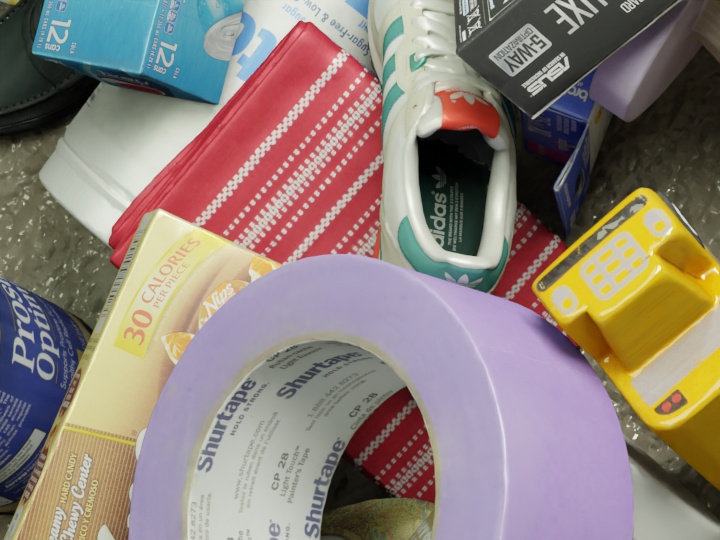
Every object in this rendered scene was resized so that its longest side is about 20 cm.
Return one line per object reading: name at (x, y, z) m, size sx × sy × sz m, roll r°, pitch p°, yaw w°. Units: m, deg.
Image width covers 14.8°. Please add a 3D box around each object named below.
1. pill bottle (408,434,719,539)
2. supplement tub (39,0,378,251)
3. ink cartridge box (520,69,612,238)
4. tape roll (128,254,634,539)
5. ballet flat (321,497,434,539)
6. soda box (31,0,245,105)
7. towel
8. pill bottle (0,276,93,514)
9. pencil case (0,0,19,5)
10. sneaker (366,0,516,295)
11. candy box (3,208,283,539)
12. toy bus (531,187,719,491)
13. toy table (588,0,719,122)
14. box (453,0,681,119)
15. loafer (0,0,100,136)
pill bottle at (0.061, 0.160, 1.196) m, size 0.200 × 0.120 × 0.120 m, roll -51°, pitch 57°, yaw 5°
supplement tub at (-0.046, -0.087, 1.335) m, size 0.132 × 0.132 × 0.201 m, roll 39°, pitch 94°, yaw 33°
ink cartridge box at (0.113, -0.122, 1.264) m, size 0.042 × 0.119 × 0.201 m, roll 18°, pitch 83°, yaw 8°
tape roll at (0.005, 0.099, 1.107) m, size 0.199 × 0.085 × 0.202 m, roll -14°, pitch 69°, yaw 39°
ballet flat at (-0.046, 0.158, 1.286) m, size 0.199 × 0.071 × 0.071 m, roll -19°, pitch 65°, yaw 23°
soda box at (-0.081, -0.182, 1.258) m, size 0.067 × 0.064 × 0.202 m, roll 13°, pitch 87°, yaw 34°
towel at (0.000, 0.000, 1.273) m, size 0.200 × 0.022 × 0.145 m, roll 41°, pitch 96°, yaw -10°
pill bottle at (-0.215, 0.044, 1.342) m, size 0.111 × 0.200 × 0.113 m, roll -10°, pitch 68°, yaw 26°
pencil case at (-0.206, -0.204, 1.425) m, size 0.083 × 0.200 × 0.091 m, roll 40°, pitch 93°, yaw 26°
sneaker at (0.043, -0.074, 1.204) m, size 0.070 × 0.093 × 0.201 m, roll 6°, pitch 73°, yaw -11°
candy box at (-0.080, 0.087, 1.224) m, size 0.115 × 0.055 × 0.201 m, roll 24°, pitch 86°, yaw -8°
toy bus at (0.143, 0.040, 1.141) m, size 0.065 × 0.200 × 0.078 m, roll -39°, pitch 58°, yaw 7°
toy table at (0.193, -0.110, 1.184) m, size 0.117 × 0.184 × 0.200 m, roll 35°, pitch 59°, yaw 10°
box at (0.106, -0.180, 1.147) m, size 0.157 × 0.050 × 0.201 m, roll -38°, pitch 31°, yaw 26°
loafer at (-0.144, -0.131, 1.437) m, size 0.200 × 0.070 × 0.069 m, roll -27°, pitch 71°, yaw 20°
